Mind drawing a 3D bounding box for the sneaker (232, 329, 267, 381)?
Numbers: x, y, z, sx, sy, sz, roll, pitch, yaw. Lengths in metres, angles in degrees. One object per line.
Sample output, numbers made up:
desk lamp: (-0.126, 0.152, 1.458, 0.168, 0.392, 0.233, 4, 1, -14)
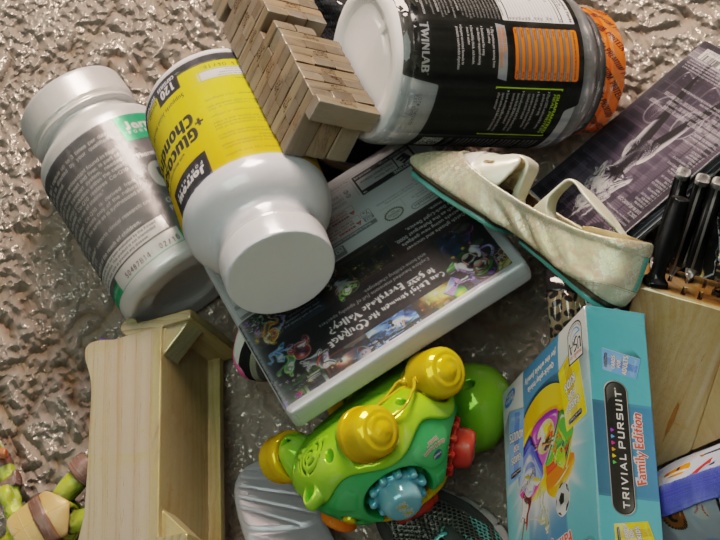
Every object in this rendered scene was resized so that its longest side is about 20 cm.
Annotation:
sneaker: (-0.010, 0.026, 1.245, 0.200, 0.074, 0.087, -41, 63, -2)

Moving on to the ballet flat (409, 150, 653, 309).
ballet flat: (0.121, -0.045, 1.115, 0.200, 0.067, 0.062, 37, 106, 28)

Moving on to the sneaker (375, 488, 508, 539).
sneaker: (0.085, 0.223, 1.156, 0.200, 0.091, 0.078, 38, 92, 22)

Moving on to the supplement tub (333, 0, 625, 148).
supplement tub: (0.090, -0.153, 1.195, 0.200, 0.123, 0.123, 0, 71, -27)

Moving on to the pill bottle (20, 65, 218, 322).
pill bottle: (-0.189, -0.063, 1.301, 0.113, 0.113, 0.200, -37, 70, 4)

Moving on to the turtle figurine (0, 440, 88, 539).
turtle figurine: (-0.240, 0.205, 1.272, 0.161, 0.064, 0.200, -30, 61, -1)

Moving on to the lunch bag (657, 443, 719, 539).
lunch bag: (0.284, 0.152, 1.036, 0.200, 0.170, 0.124, 2, 71, -21)

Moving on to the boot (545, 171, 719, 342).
boot: (0.216, -0.009, 1.191, 0.150, 0.073, 0.200, -2, 84, 16)

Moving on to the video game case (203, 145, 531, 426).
video game case: (0.000, 0.000, 1.186, 0.200, 0.023, 0.182, -32, 46, -2)

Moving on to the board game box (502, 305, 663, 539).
board game box: (0.145, 0.146, 1.068, 0.047, 0.151, 0.200, 8, 60, -14)

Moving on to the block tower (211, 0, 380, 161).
block tower: (-0.053, -0.160, 1.187, 0.058, 0.054, 0.200, -60, 39, 31)

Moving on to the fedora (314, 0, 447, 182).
fedora: (-0.012, -0.162, 1.284, 0.200, 0.092, 0.201, -4, 75, 15)

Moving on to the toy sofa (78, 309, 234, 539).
toy sofa: (-0.152, 0.139, 1.232, 0.098, 0.083, 0.200, -16, 59, 21)

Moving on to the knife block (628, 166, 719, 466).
knife block: (0.209, 0.036, 1.115, 0.200, 0.064, 0.176, -28, 94, 22)

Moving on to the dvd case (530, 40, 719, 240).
dvd case: (0.215, -0.085, 1.190, 0.200, 0.016, 0.149, -40, 26, 3)

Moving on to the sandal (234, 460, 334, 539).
sandal: (-0.043, 0.236, 1.215, 0.079, 0.059, 0.207, -15, 50, -5)

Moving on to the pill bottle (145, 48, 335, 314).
pill bottle: (-0.086, -0.066, 1.187, 0.112, 0.112, 0.200, -31, 48, 7)

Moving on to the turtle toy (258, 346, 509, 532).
turtle toy: (0.032, 0.120, 1.162, 0.200, 0.146, 0.101, -36, 97, -35)
